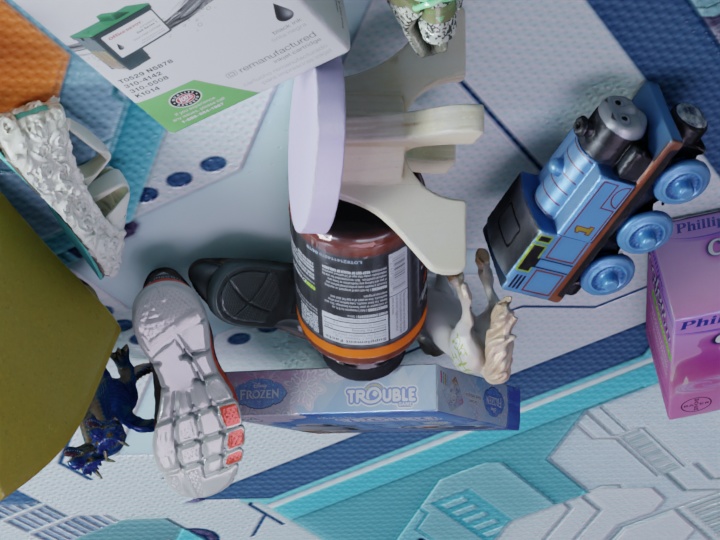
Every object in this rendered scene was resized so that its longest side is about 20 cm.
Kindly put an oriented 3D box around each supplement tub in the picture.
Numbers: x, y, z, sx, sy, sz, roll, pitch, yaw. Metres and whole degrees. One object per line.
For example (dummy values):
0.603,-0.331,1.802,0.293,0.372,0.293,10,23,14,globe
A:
0.000,0.000,1.621,0.106,0.108,0.201,-8,142,-5,supplement tub

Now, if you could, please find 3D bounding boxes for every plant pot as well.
-0.317,0.082,1.523,0.193,0.201,0.196,-25,125,22,plant pot

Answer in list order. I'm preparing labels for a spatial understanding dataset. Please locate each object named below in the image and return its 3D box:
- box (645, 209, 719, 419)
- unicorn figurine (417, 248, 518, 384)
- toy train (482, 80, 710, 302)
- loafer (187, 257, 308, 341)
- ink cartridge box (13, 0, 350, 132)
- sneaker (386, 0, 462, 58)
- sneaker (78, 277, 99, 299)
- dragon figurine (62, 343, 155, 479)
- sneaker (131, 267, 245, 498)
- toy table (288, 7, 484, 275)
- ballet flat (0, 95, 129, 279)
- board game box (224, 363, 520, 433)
0.345,0.032,1.823,0.174,0.097,0.200,-11,150,0,box
0.073,0.032,1.712,0.073,0.200,0.138,-15,121,-6,unicorn figurine
0.184,-0.058,1.609,0.113,0.087,0.200,11,133,-29,toy train
-0.053,0.020,1.723,0.199,0.063,0.072,15,99,-40,loafer
-0.118,-0.187,1.306,0.145,0.085,0.200,-23,149,19,ink cartridge box
0.048,-0.191,1.312,0.076,0.089,0.200,-15,169,-2,sneaker
-0.281,0.060,1.701,0.199,0.076,0.090,-24,164,23,sneaker
-0.201,0.119,1.735,0.059,0.100,0.200,-32,168,16,dragon figurine
-0.138,0.087,1.704,0.076,0.082,0.202,-8,114,-3,sneaker
0.015,-0.091,1.443,0.116,0.186,0.200,1,-174,-6,toy table
-0.203,-0.059,1.520,0.071,0.072,0.200,-15,150,8,ballet flat
0.012,0.113,1.799,0.198,0.044,0.199,-3,169,24,board game box
